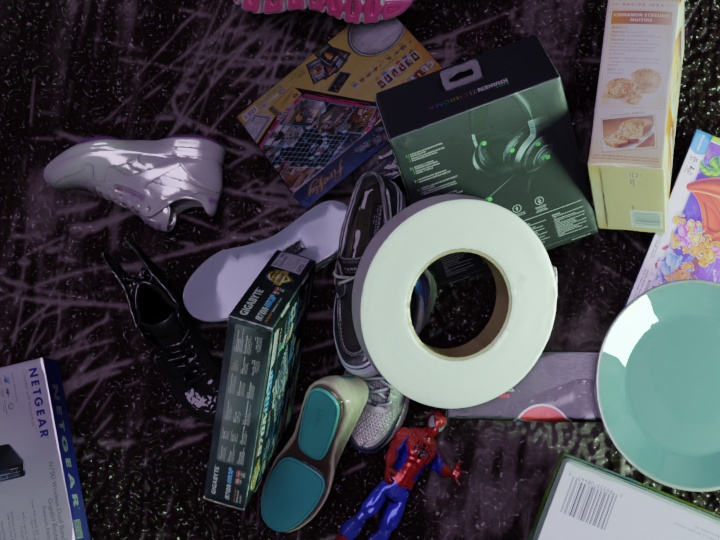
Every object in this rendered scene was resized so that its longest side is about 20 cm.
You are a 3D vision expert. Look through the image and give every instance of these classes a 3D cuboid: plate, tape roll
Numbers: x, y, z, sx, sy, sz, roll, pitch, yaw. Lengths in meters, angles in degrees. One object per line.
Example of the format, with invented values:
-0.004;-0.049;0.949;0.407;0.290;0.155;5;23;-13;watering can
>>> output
0.322;0.110;1.257;0.196;0.026;0.204;0;84;-2;plate
0.090;0.029;1.236;0.199;0.037;0.207;-3;101;-15;tape roll

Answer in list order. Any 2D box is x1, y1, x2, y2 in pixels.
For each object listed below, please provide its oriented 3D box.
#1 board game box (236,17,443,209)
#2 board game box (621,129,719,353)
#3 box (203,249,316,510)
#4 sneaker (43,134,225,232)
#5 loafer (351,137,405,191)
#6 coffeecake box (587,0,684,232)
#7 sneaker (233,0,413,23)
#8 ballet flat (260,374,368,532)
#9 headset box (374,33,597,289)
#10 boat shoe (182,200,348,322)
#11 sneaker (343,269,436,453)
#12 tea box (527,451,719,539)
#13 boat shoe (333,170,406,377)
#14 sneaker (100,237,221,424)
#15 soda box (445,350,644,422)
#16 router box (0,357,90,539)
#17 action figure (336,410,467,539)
-0.018;-0.175;1.355;0.199;0.035;0.136;-38;54;2;board game box
0.362;-0.022;1.312;0.133;0.045;0.203;22;86;9;board game box
-0.096;0.103;1.259;0.045;0.159;0.203;14;116;8;box
-0.241;-0.091;1.379;0.196;0.075;0.101;-2;82;7;sneaker
0.074;-0.147;1.351;0.198;0.073;0.073;-27;76;2;loafer
0.270;-0.161;1.262;0.072;0.154;0.203;4;71;16;coffeecake box
-0.034;-0.305;1.370;0.196;0.088;0.075;4;111;15;sneaker
-0.043;0.182;1.316;0.069;0.069;0.202;32;123;10;ballet flat
0.122;-0.110;1.271;0.172;0.202;0.093;-20;36;4;headset box
-0.091;-0.006;1.354;0.198;0.068;0.074;-35;80;-4;boat shoe
0.021;0.085;1.321;0.076;0.085;0.203;13;86;8;sneaker
0.257;0.270;1.213;0.197;0.197;0.135;22;87;8;tea box
0.000;0.000;1.273;0.071;0.071;0.203;-4;72;24;boat shoe
-0.197;0.066;1.340;0.059;0.104;0.202;-27;81;2;sneaker
0.184;0.117;1.309;0.196;0.063;0.072;-1;83;7;soda box
-0.392;0.209;1.374;0.177;0.049;0.203;-14;82;5;router box
0.036;0.231;1.296;0.065;0.099;0.202;32;85;-11;action figure
